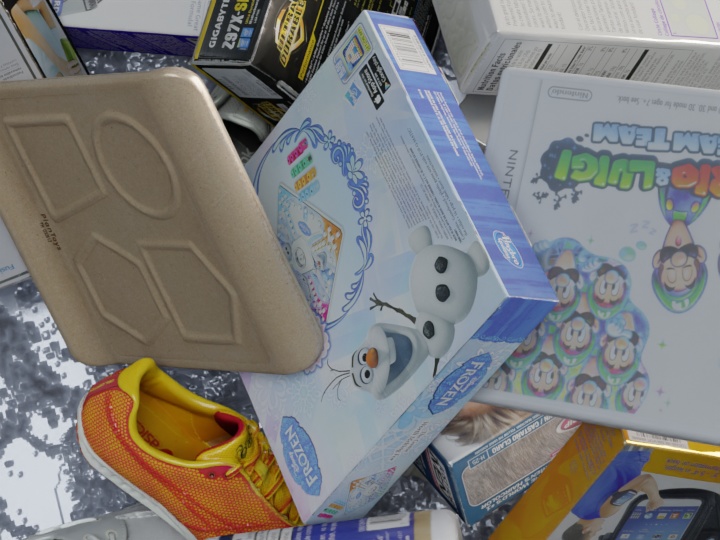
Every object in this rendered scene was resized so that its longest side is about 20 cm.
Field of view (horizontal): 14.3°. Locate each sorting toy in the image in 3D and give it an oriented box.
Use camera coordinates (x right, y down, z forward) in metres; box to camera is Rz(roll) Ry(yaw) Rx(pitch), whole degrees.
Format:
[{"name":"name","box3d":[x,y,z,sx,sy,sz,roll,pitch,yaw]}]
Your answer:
[{"name":"sorting toy","box3d":[-0.121,-0.028,1.576,0.036,0.200,0.185,-41,116,-37]}]

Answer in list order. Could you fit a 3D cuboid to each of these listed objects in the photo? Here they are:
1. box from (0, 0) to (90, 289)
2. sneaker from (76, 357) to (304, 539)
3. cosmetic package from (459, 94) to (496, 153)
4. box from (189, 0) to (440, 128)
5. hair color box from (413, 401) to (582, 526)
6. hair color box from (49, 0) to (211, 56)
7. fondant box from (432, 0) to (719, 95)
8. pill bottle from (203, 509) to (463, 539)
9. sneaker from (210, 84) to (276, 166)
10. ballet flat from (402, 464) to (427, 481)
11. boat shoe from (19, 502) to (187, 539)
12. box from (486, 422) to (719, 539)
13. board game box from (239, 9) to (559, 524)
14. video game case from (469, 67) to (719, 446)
[{"name":"box","box3d":[-0.217,-0.094,1.649,0.116,0.060,0.200,-22,110,21]},{"name":"sneaker","box3d":[-0.070,0.124,1.629,0.200,0.077,0.073,34,50,-22]},{"name":"cosmetic package","box3d":[0.150,-0.051,1.649,0.200,0.081,0.113,33,60,10]},{"name":"box","box3d":[-0.009,-0.175,1.643,0.049,0.160,0.200,6,73,37]},{"name":"hair color box","box3d":[0.043,0.042,1.613,0.100,0.061,0.200,-31,48,-13]},{"name":"hair color box","box3d":[-0.138,-0.186,1.676,0.200,0.065,0.110,6,82,29]},{"name":"fondant box","box3d":[0.137,-0.169,1.628,0.200,0.058,0.145,2,55,-26]},{"name":"pill bottle","box3d":[-0.040,0.197,1.531,0.200,0.120,0.120,-8,82,4]},{"name":"sneaker","box3d":[-0.053,-0.104,1.681,0.076,0.092,0.200,19,83,7]},{"name":"ballet flat","box3d":[0.069,0.085,1.660,0.200,0.073,0.073,-23,81,-2]},{"name":"boat shoe","box3d":[-0.163,0.174,1.660,0.200,0.069,0.072,-10,80,-1]},{"name":"box","box3d":[0.138,0.151,1.587,0.119,0.200,0.042,10,42,-29]},{"name":"board game box","box3d":[0.000,0.000,1.550,0.199,0.043,0.200,-49,51,34]},{"name":"video game case","box3d":[0.146,-0.008,1.498,0.200,0.024,0.182,9,82,30]}]
